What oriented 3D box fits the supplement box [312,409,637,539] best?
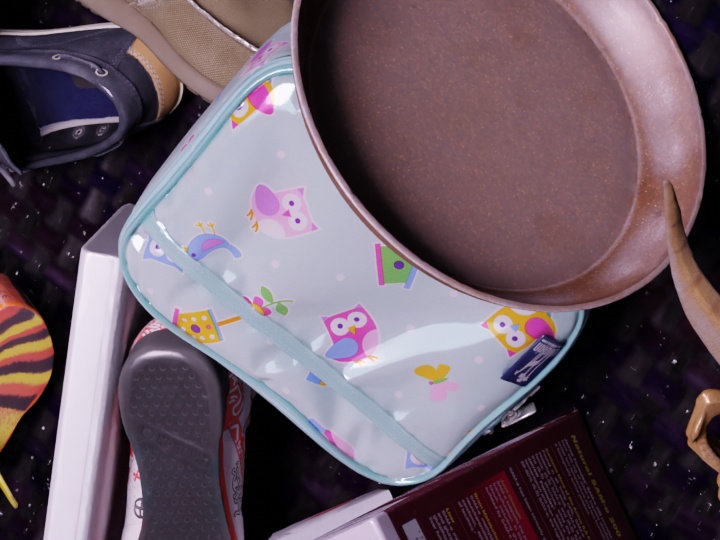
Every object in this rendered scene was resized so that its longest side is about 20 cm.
[{"bbox_3d":[0.055,0.139,0.864,0.061,0.200,0.109,-28,83,31],"label":"supplement box"}]

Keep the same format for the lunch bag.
[{"bbox_3d":[0.000,0.000,0.909,0.200,0.077,0.160,40,114,-9],"label":"lunch bag"}]

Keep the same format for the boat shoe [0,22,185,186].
[{"bbox_3d":[-0.184,-0.085,1.038,0.200,0.062,0.075,-6,120,29],"label":"boat shoe"}]

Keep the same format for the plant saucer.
[{"bbox_3d":[0.055,-0.071,0.849,0.200,0.200,0.034,62,146,8],"label":"plant saucer"}]

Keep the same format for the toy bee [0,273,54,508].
[{"bbox_3d":[-0.232,0.095,1.095,0.200,0.109,0.131,-31,50,17],"label":"toy bee"}]

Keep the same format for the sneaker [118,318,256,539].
[{"bbox_3d":[-0.082,0.107,1.000,0.067,0.108,0.202,4,113,7],"label":"sneaker"}]

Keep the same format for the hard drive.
[{"bbox_3d":[-0.130,0.076,1.000,0.026,0.132,0.200,10,102,1],"label":"hard drive"}]

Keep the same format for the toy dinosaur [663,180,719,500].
[{"bbox_3d":[0.179,0.049,0.859,0.200,0.060,0.106,35,114,-6],"label":"toy dinosaur"}]

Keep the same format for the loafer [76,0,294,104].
[{"bbox_3d":[-0.071,-0.132,0.966,0.200,0.076,0.067,31,118,22],"label":"loafer"}]

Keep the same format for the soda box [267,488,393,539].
[{"bbox_3d":[0.023,0.208,0.960,0.068,0.063,0.200,-23,85,-3],"label":"soda box"}]
